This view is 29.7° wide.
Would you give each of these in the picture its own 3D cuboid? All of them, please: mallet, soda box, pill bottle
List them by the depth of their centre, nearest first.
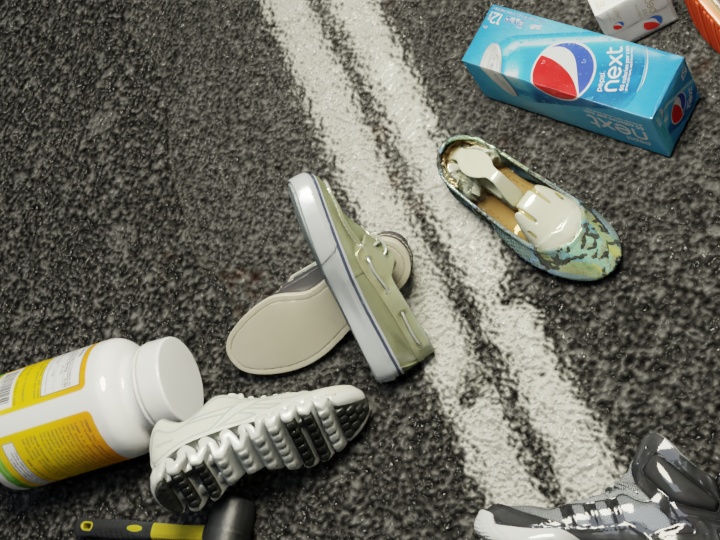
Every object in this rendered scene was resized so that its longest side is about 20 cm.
[{"bbox_3d":[0.192,-0.170,1.199,0.199,0.068,0.065,23,79,34],"label":"soda box"},{"bbox_3d":[-0.182,0.245,1.225,0.198,0.041,0.067,-11,59,28],"label":"mallet"},{"bbox_3d":[0.221,-0.305,1.251,0.068,0.064,0.202,-26,57,15],"label":"soda box"},{"bbox_3d":[-0.251,0.128,1.269,0.198,0.111,0.112,-18,60,20],"label":"pill bottle"}]

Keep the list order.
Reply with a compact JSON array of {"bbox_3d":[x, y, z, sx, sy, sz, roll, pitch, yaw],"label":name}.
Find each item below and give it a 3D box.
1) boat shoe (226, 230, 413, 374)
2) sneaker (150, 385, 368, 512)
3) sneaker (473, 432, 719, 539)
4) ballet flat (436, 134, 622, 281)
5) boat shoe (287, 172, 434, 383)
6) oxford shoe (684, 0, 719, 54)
[{"bbox_3d":[-0.035,0.028,1.247,0.199,0.073,0.063,-33,13,17],"label":"boat shoe"},{"bbox_3d":[-0.091,0.135,1.177,0.198,0.076,0.081,-18,42,-5],"label":"sneaker"},{"bbox_3d":[0.190,0.180,1.034,0.198,0.076,0.115,9,71,25],"label":"sneaker"},{"bbox_3d":[0.137,-0.058,1.176,0.199,0.074,0.075,34,85,35],"label":"ballet flat"},{"bbox_3d":[0.000,0.000,1.171,0.061,0.202,0.072,-27,19,-4],"label":"boat shoe"},{"bbox_3d":[0.309,-0.261,1.180,0.072,0.071,0.202,-26,57,9],"label":"oxford shoe"}]
